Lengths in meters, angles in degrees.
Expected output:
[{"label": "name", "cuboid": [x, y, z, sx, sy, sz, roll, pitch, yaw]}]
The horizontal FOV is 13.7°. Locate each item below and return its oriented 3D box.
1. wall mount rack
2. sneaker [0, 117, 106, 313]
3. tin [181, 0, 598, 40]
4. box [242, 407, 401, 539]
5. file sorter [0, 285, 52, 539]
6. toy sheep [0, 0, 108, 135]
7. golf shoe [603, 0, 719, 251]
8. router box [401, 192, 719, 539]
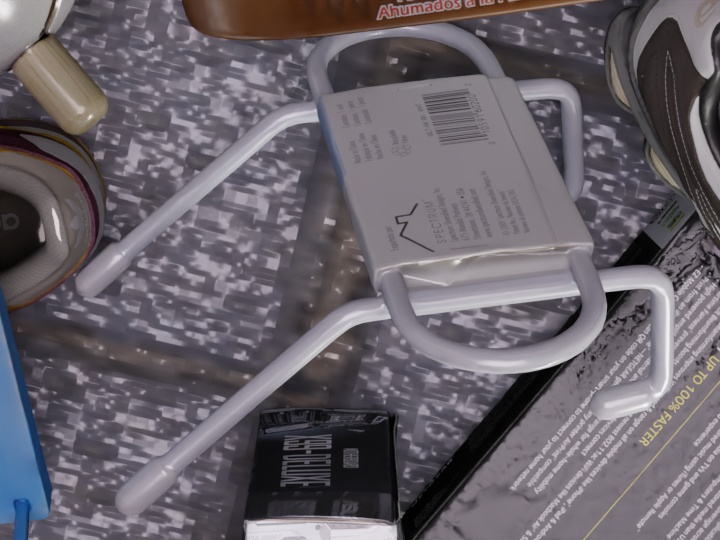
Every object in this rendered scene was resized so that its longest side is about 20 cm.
[{"label": "wall mount rack", "cuboid": [0.000, 0.000, 0.937, 0.173, 0.200, 0.075, -7, 125, -8]}, {"label": "sneaker", "cuboid": [-0.182, -0.005, 0.972, 0.200, 0.090, 0.075, -17, 99, 2]}, {"label": "tin", "cuboid": [0.039, -0.107, 0.941, 0.200, 0.112, 0.042, -6, 109, 10]}, {"label": "box", "cuboid": [-0.016, 0.157, 0.967, 0.050, 0.158, 0.201, 2, 99, -1]}, {"label": "file sorter", "cuboid": [-0.204, 0.070, 0.896, 0.199, 0.123, 0.139, -7, 131, 2]}, {"label": "toy sheep", "cuboid": [-0.145, -0.125, 0.934, 0.138, 0.138, 0.200, -38, 82, 6]}, {"label": "golf shoe", "cuboid": [0.151, -0.005, 0.921, 0.078, 0.094, 0.200, -42, 99, -1]}, {"label": "router box", "cuboid": [0.132, 0.060, 1.003, 0.149, 0.051, 0.200, 40, 95, -6]}]
